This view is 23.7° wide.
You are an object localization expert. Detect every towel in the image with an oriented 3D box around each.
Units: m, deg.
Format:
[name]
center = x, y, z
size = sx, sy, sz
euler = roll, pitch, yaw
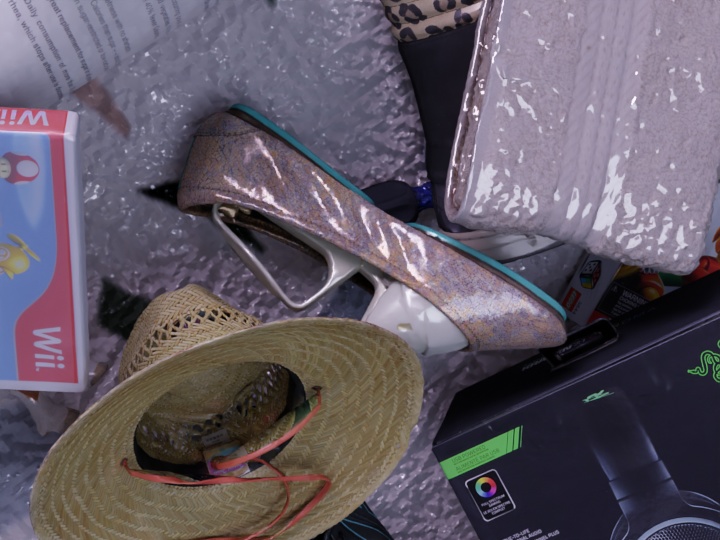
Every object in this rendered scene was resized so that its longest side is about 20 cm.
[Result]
[towel]
center = 0.118, -0.105, 0.782
size = 0.132, 0.034, 0.201
euler = 13, 86, -20

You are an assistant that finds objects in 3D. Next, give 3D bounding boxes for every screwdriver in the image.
[screwdriver]
center = 0.061, -0.050, 0.876
size = 0.199, 0.028, 0.029
euler = -22, 147, -16

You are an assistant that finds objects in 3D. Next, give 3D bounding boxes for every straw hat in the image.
[straw hat]
center = -0.071, 0.057, 0.793
size = 0.200, 0.085, 0.201
euler = -17, 145, -13

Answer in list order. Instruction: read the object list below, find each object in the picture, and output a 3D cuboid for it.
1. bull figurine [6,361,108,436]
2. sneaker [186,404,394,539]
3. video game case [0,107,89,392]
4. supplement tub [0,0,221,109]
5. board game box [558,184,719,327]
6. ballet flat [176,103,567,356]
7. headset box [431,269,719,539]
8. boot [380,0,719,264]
[bull figurine]
center = -0.191, 0.042, 0.773
size = 0.200, 0.065, 0.121
euler = -44, 103, 3
[sneaker]
center = -0.015, 0.144, 0.892
size = 0.075, 0.079, 0.200
euler = -45, 120, -1
[video game case]
center = -0.208, -0.008, 0.667
size = 0.199, 0.017, 0.143
euler = 2, 134, -4
[supplement tub]
center = -0.134, -0.138, 0.692
size = 0.200, 0.132, 0.132
euler = -32, 120, -9
[board game box]
center = 0.219, 0.008, 0.964
size = 0.199, 0.035, 0.127
euler = 25, 99, -30
[ballet flat]
center = 0.000, 0.000, 0.807
size = 0.200, 0.068, 0.067
euler = 31, 75, 4
[headset box]
center = 0.155, 0.115, 0.879
size = 0.174, 0.093, 0.201
euler = -25, 97, 17
[boot]
center = 0.110, -0.103, 0.835
size = 0.199, 0.073, 0.151
euler = -22, 107, -4
